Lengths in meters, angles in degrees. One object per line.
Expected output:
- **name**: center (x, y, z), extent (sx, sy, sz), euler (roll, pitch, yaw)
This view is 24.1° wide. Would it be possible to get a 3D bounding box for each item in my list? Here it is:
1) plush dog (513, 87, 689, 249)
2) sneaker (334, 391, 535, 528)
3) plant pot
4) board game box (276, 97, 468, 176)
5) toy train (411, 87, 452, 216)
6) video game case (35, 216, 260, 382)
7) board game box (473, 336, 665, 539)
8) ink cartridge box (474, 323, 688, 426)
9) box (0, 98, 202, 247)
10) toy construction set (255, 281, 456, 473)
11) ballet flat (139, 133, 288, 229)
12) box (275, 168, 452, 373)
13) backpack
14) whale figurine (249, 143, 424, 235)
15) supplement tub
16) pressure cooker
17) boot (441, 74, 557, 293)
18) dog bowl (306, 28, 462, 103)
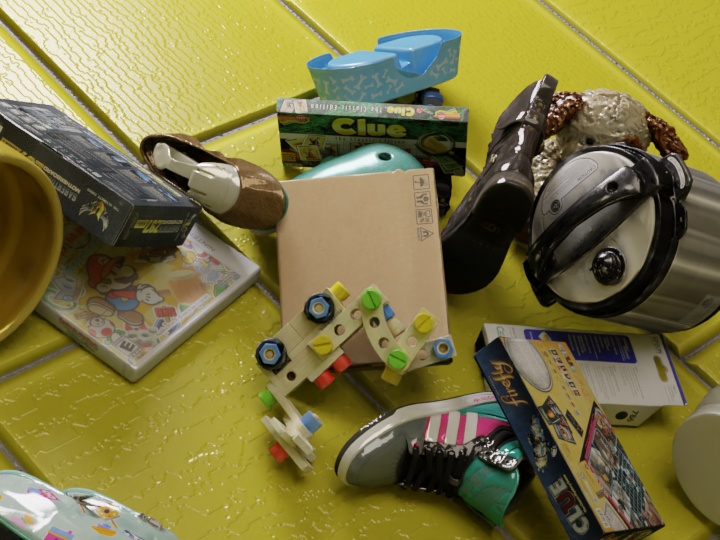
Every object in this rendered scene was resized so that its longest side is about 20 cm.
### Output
- **plush dog**: center (0.254, -0.121, 1.823), extent (0.198, 0.172, 0.161), euler (9, 43, -11)
- **sneaker**: center (0.085, 0.183, 1.520), extent (0.199, 0.084, 0.121), euler (-13, 42, -32)
- **plant pot**: center (-0.398, -0.047, 1.501), extent (0.200, 0.202, 0.188), euler (-25, 43, -38)
- **board game box**: center (0.013, -0.139, 1.769), extent (0.198, 0.105, 0.024), euler (3, 58, 4)
- **toy train**: center (0.079, -0.140, 1.871), extent (0.034, 0.046, 0.201), euler (8, 44, -13)
- **video game case**: center (-0.224, 0.001, 1.629), extent (0.181, 0.023, 0.200), euler (34, 44, 15)
- **board game box**: center (0.192, 0.156, 1.542), extent (0.135, 0.035, 0.201), euler (8, 50, -56)
- **ink cartridge box**: center (0.218, 0.105, 1.678), extent (0.198, 0.039, 0.100), euler (4, 45, -15)
- **box**: center (-0.266, -0.093, 1.606), extent (0.199, 0.051, 0.158), euler (34, 12, 14)
- **toy construction set**: center (-0.021, 0.090, 1.546), extent (0.200, 0.092, 0.131), euler (-42, 86, -13)
- **ballet flat**: center (-0.156, -0.094, 1.678), extent (0.072, 0.068, 0.200), euler (15, 13, -46)
- **box**: center (0.000, 0.000, 1.633), extent (0.162, 0.021, 0.201), euler (-5, 68, 1)
- **backpack**: center (-0.240, 0.246, 1.265), extent (0.199, 0.177, 0.153), euler (26, 26, 9)
- **whale figurine**: center (-0.019, -0.077, 1.723), extent (0.198, 0.104, 0.160), euler (3, 40, -14)
- **supplement tub**: center (0.407, 0.153, 1.624), extent (0.199, 0.141, 0.140), euler (-27, 60, -38)
- **pressure cooker**: center (0.265, -0.034, 1.666), extent (0.199, 0.177, 0.178), euler (11, 3, -44)
- **boot**: center (0.137, -0.085, 1.713), extent (0.069, 0.200, 0.175), euler (29, 44, -11)
- **dog bowl**: center (0.031, -0.229, 1.911), extent (0.199, 0.050, 0.111), euler (-21, 22, -37)
